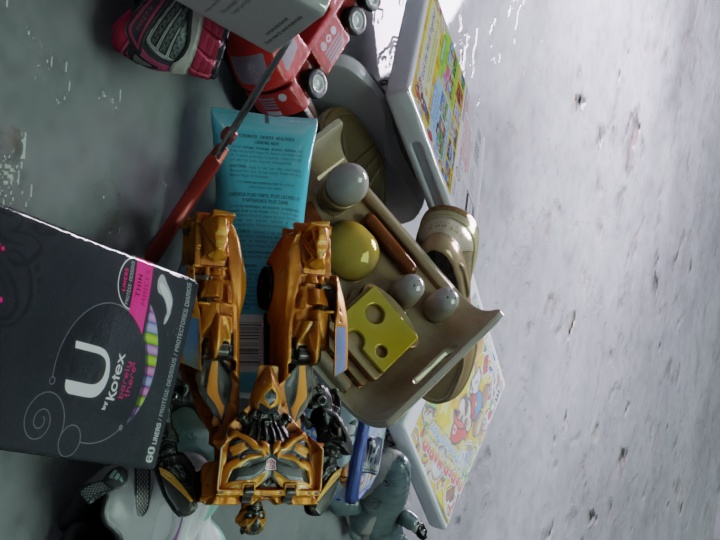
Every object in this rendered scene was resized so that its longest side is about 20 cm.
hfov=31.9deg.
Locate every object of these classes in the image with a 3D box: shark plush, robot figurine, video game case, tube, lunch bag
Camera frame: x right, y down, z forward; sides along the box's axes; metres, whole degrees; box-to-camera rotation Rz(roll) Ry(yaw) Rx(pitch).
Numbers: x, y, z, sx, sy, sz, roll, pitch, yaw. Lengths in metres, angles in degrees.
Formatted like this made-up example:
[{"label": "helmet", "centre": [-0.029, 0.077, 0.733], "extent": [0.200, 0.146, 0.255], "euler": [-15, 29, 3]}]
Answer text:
[{"label": "shark plush", "centre": [0.025, 0.243, 1.206], "extent": [0.091, 0.082, 0.202], "euler": [-46, 136, -48]}, {"label": "robot figurine", "centre": [-0.067, 0.067, 0.811], "extent": [0.143, 0.058, 0.203], "euler": [4, 78, -25]}, {"label": "video game case", "centre": [0.071, -0.134, 1.120], "extent": [0.201, 0.023, 0.183], "euler": [-77, 151, -50]}, {"label": "tube", "centre": [-0.071, -0.013, 0.882], "extent": [0.076, 0.050, 0.203], "euler": [5, 81, -18]}, {"label": "lunch bag", "centre": [-0.009, 0.103, 1.051], "extent": [0.200, 0.074, 0.163], "euler": [38, 65, -86]}, {"label": "video game case", "centre": [0.090, 0.130, 1.251], "extent": [0.183, 0.023, 0.201], "euler": [-62, 150, -31]}]

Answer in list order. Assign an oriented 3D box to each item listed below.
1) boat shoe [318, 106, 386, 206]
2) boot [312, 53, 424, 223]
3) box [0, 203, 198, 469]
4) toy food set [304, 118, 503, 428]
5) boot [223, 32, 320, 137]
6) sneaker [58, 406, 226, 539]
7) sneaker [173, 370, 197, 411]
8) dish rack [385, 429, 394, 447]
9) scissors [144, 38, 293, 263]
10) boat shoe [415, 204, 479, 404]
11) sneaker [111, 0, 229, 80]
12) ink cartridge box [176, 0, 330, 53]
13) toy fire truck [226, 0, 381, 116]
[{"label": "boat shoe", "centre": [-0.014, -0.049, 1.073], "extent": [0.072, 0.064, 0.202], "euler": [-52, 137, -35]}, {"label": "boot", "centre": [0.008, -0.137, 1.102], "extent": [0.201, 0.072, 0.097], "euler": [63, 29, -48]}, {"label": "box", "centre": [-0.197, 0.036, 0.707], "extent": [0.199, 0.105, 0.124], "euler": [24, 76, -61]}, {"label": "toy food set", "centre": [0.000, 0.000, 0.944], "extent": [0.143, 0.200, 0.060], "euler": [-40, 179, -31]}, {"label": "boot", "centre": [-0.050, -0.221, 0.964], "extent": [0.187, 0.063, 0.202], "euler": [54, 48, -54]}, {"label": "sneaker", "centre": [-0.162, 0.193, 0.867], "extent": [0.139, 0.078, 0.202], "euler": [-29, 140, -31]}, {"label": "sneaker", "centre": [-0.108, 0.076, 0.934], "extent": [0.199, 0.066, 0.092], "euler": [-1, 101, -58]}, {"label": "dish rack", "centre": [0.065, 0.118, 1.283], "extent": [0.154, 0.054, 0.202], "euler": [-54, 144, -39]}, {"label": "scissors", "centre": [-0.093, -0.084, 0.843], "extent": [0.201, 0.014, 0.073], "euler": [-56, -175, 20]}, {"label": "boat shoe", "centre": [0.062, 0.043, 1.076], "extent": [0.065, 0.070, 0.202], "euler": [-65, 158, -51]}, {"label": "sneaker", "centre": [-0.116, -0.229, 0.827], "extent": [0.081, 0.074, 0.203], "euler": [133, -37, -71]}, {"label": "ink cartridge box", "centre": [-0.098, -0.246, 0.739], "extent": [0.198, 0.084, 0.148], "euler": [27, 70, -22]}, {"label": "toy fire truck", "centre": [-0.044, -0.225, 0.882], "extent": [0.142, 0.048, 0.201], "euler": [54, 53, -37]}]
